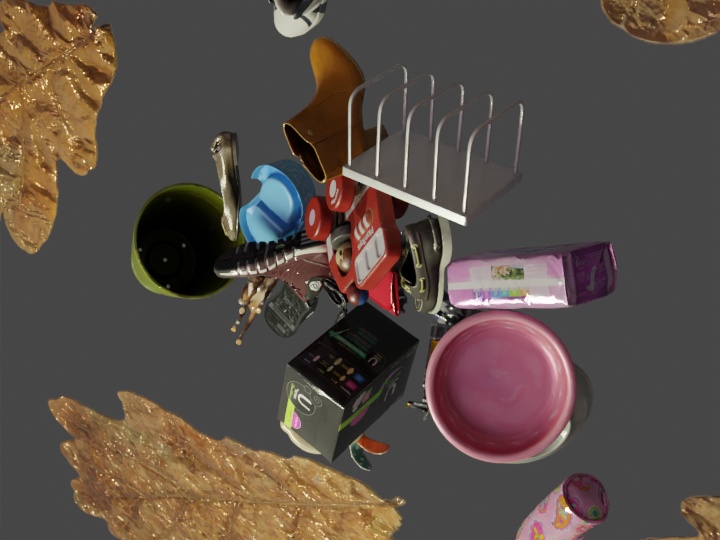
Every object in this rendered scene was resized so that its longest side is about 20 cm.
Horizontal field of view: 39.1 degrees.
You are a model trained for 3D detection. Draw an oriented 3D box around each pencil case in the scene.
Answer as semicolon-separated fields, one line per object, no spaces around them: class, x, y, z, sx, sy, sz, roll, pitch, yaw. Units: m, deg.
pencil case;0.311;0.391;1.572;0.087;0.087;0.201;40;141;15

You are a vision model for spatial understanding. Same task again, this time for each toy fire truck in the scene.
toy fire truck;-0.001;-0.046;1.462;0.200;0.111;0.170;129;141;-52

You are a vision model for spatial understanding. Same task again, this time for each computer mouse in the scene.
computer mouse;-0.084;0.061;1.751;0.140;0.046;0.201;41;134;10

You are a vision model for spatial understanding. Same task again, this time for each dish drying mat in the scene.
dish drying mat;0.000;0.000;1.581;0.200;0.018;0.078;36;138;51

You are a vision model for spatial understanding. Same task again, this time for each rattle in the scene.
rattle;-0.052;0.294;1.877;0.198;0.131;0.143;24;152;-6

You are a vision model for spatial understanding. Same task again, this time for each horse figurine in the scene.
horse figurine;-0.181;0.039;1.763;0.049;0.133;0.200;25;145;-6

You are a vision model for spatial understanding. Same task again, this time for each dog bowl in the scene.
dog bowl;-0.134;-0.101;1.667;0.111;0.049;0.201;42;140;13

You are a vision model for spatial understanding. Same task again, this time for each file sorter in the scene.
file sorter;0.095;-0.173;1.311;0.199;0.138;0.126;25;132;31

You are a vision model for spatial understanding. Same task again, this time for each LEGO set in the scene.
LEGO set;0.152;0.167;1.465;0.152;0.117;0.201;11;150;0

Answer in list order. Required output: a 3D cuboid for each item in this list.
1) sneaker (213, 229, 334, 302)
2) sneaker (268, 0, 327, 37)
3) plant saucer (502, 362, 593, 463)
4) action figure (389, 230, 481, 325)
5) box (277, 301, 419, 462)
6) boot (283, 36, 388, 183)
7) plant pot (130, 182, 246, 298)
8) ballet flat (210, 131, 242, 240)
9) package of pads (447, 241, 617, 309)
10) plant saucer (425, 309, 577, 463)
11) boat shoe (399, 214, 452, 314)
sneaker;-0.130;0.010;1.636;0.197;0.076;0.116;-12;124;12
sneaker;-0.094;-0.368;1.356;0.080;0.129;0.199;55;142;-3
plant saucer;0.238;0.211;1.424;0.050;0.197;0.202;-106;11;-53
action figure;0.091;0.025;1.523;0.199;0.069;0.131;39;145;22
box;-0.020;0.177;1.644;0.124;0.200;0.150;34;139;21
boot;-0.054;-0.225;1.399;0.071;0.143;0.203;-38;79;50
plant pot;-0.330;-0.036;1.824;0.202;0.200;0.192;57;154;-6
ballet flat;-0.226;-0.141;1.711;0.046;0.068;0.202;-1;124;-3
package of pads;0.223;0.008;1.329;0.199;0.120;0.077;-4;97;47
plant saucer;0.186;0.151;1.350;0.198;0.051;0.203;1;95;6
boat shoe;0.082;-0.005;1.377;0.202;0.060;0.072;93;167;-55
